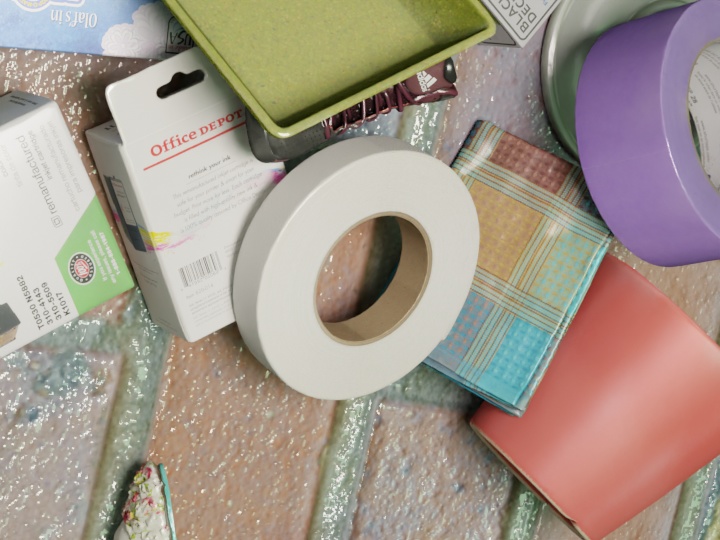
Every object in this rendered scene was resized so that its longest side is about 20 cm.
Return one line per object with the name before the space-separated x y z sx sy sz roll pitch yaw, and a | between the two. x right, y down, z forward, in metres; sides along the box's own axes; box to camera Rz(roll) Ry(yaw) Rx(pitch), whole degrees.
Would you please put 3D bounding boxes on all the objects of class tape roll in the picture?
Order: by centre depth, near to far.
tape roll | 0.000 0.000 1.282 0.202 0.037 0.203 -18 122 -30
tape roll | 0.262 -0.106 1.362 0.200 0.085 0.200 10 76 -43

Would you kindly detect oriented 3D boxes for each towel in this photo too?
towel | 0.108 -0.005 1.375 0.200 0.146 0.022 -61 166 -6

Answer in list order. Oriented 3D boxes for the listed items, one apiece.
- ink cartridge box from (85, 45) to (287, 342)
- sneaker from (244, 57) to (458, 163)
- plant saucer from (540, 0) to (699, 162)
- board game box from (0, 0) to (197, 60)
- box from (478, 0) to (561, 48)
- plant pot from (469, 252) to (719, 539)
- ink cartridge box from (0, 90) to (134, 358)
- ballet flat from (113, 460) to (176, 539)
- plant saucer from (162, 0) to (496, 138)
ink cartridge box | -0.119 -0.065 1.250 0.117 0.067 0.200 -27 116 -24
sneaker | 0.004 -0.135 1.238 0.200 0.115 0.076 -47 132 -53
plant saucer | 0.245 -0.173 1.457 0.200 0.050 0.201 -6 102 -30
board game box | -0.199 -0.248 1.184 0.200 0.043 0.199 0 101 -31
box | 0.138 -0.285 1.365 0.200 0.060 0.117 -50 119 -12
plant pot | 0.198 0.112 1.416 0.177 0.200 0.200 -44 119 -3
ink cartridge box | -0.276 -0.011 1.163 0.200 0.084 0.145 -30 113 -22
ballet flat | -0.154 0.242 1.297 0.064 0.076 0.200 -14 104 -10
plant saucer | -0.042 -0.187 1.195 0.200 0.048 0.200 -29 71 -30
